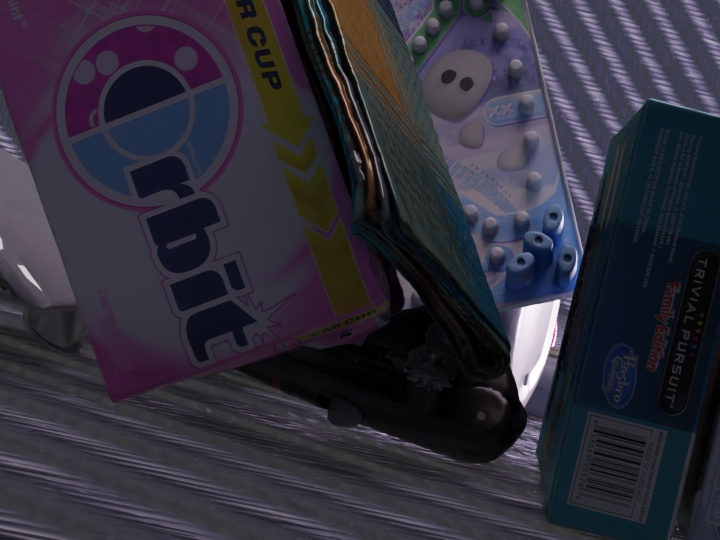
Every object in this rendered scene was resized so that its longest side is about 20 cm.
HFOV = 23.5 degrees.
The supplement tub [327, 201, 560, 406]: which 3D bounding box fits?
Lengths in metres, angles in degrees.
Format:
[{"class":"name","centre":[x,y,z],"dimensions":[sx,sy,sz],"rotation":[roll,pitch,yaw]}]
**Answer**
[{"class":"supplement tub","centre":[0.000,0.000,0.902],"dimensions":[0.198,0.124,0.122],"rotation":[13,2,16]}]

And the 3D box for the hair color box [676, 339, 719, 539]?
[{"class":"hair color box","centre":[0.167,0.057,0.712],"dimensions":[0.060,0.100,0.200],"rotation":[13,2,6]}]

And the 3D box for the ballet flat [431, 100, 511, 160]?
[{"class":"ballet flat","centre":[-0.003,-0.091,0.884],"dimensions":[0.198,0.057,0.067],"rotation":[11,21,9]}]

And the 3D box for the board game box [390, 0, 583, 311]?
[{"class":"board game box","centre":[-0.006,-0.067,0.841],"dimensions":[0.198,0.202,0.026],"rotation":[-11,-21,3]}]

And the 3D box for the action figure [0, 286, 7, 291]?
[{"class":"action figure","centre":[-0.124,-0.052,1.004],"dimensions":[0.199,0.055,0.118],"rotation":[-29,-2,10]}]

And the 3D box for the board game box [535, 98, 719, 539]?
[{"class":"board game box","centre":[0.112,0.018,0.697],"dimensions":[0.046,0.153,0.200],"rotation":[14,2,5]}]

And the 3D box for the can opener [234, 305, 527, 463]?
[{"class":"can opener","centre":[-0.023,0.032,0.738],"dimensions":[0.198,0.064,0.079],"rotation":[21,-41,5]}]

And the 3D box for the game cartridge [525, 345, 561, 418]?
[{"class":"game cartridge","centre":[0.074,0.057,1.081],"dimensions":[0.132,0.041,0.200],"rotation":[17,2,4]}]

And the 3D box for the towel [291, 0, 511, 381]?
[{"class":"towel","centre":[0.006,-0.066,0.689],"dimensions":[0.022,0.201,0.147],"rotation":[-24,-32,11]}]

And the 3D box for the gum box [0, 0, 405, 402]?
[{"class":"gum box","centre":[-0.068,-0.053,0.675],"dimensions":[0.113,0.202,0.066],"rotation":[-20,-1,8]}]

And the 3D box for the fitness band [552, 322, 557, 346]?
[{"class":"fitness band","centre":[0.062,-0.003,1.243],"dimensions":[0.199,0.037,0.144],"rotation":[35,29,-17]}]

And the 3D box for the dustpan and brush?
[{"class":"dustpan and brush","centre":[-0.152,-0.005,0.812],"dimensions":[0.140,0.057,0.200],"rotation":[47,16,21]}]
